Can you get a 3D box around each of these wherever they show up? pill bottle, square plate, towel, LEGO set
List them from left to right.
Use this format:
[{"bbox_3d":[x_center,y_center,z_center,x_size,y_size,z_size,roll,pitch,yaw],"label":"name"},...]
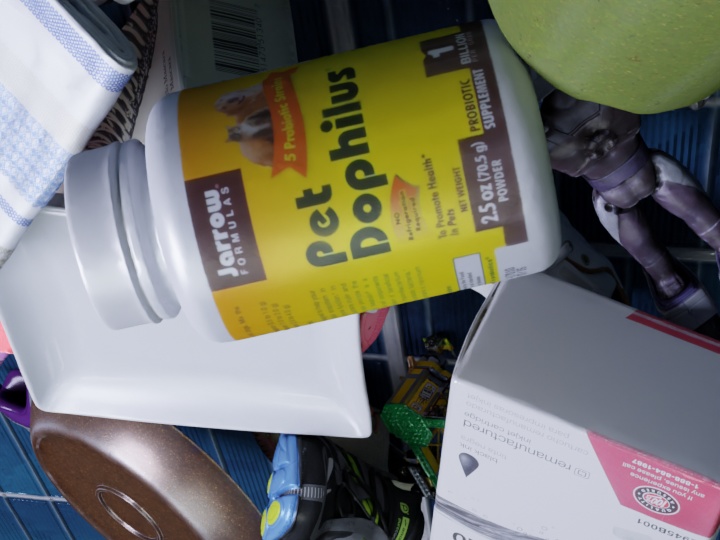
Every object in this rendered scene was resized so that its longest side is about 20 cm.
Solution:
[{"bbox_3d":[-0.194,-0.078,0.721,0.147,0.024,0.200,45,124,4],"label":"towel"},{"bbox_3d":[-0.093,0.022,0.825,0.195,0.029,0.201,4,145,6],"label":"square plate"},{"bbox_3d":[-0.020,-0.034,0.675,0.197,0.110,0.110,-13,142,4],"label":"pill bottle"},{"bbox_3d":[0.122,0.090,0.977,0.199,0.116,0.154,-11,122,47],"label":"LEGO set"}]

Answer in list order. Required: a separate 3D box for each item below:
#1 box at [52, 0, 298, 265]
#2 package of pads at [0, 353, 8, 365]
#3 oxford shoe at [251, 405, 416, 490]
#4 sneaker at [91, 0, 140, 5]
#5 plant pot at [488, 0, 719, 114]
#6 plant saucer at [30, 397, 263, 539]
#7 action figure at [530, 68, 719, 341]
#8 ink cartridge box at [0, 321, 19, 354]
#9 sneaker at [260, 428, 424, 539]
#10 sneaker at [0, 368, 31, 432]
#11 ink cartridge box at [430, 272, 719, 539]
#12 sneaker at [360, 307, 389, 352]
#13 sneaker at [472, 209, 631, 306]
[{"bbox_3d":[-0.106,-0.064,0.809,0.068,0.083,0.200,9,148,-30],"label":"box"},{"bbox_3d":[-0.303,0.009,0.977,0.198,0.076,0.121,23,141,-18],"label":"package of pads"},{"bbox_3d":[-0.023,0.100,1.056,0.073,0.071,0.200,-26,138,12],"label":"oxford shoe"},{"bbox_3d":[-0.156,-0.159,0.720,0.198,0.075,0.082,-5,118,30],"label":"sneaker"},{"bbox_3d":[0.124,-0.153,0.568,0.198,0.202,0.190,15,158,-7],"label":"plant pot"},{"bbox_3d":[-0.137,0.142,0.993,0.199,0.035,0.201,30,150,19],"label":"plant saucer"},{"bbox_3d":[0.131,-0.042,0.763,0.129,0.070,0.200,-32,113,22],"label":"action figure"},{"bbox_3d":[-0.282,-0.037,0.851,0.197,0.050,0.163,6,101,10],"label":"ink cartridge box"},{"bbox_3d":[-0.006,0.139,0.956,0.082,0.072,0.200,9,168,18],"label":"sneaker"},{"bbox_3d":[-0.177,0.075,1.043,0.087,0.075,0.199,35,139,-24],"label":"sneaker"},{"bbox_3d":[0.117,0.110,0.822,0.144,0.085,0.201,21,144,15],"label":"ink cartridge box"},{"bbox_3d":[0.000,0.000,0.875,0.073,0.088,0.201,12,145,-4],"label":"sneaker"},{"bbox_3d":[0.087,-0.012,0.825,0.199,0.073,0.085,34,-177,-42],"label":"sneaker"}]
